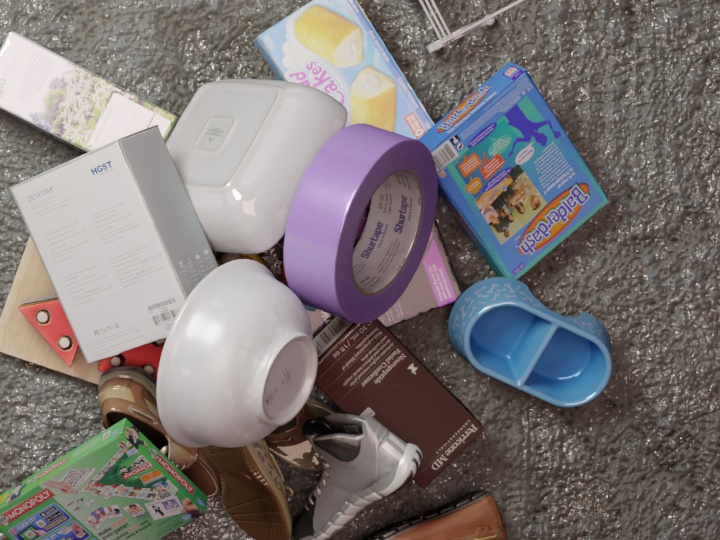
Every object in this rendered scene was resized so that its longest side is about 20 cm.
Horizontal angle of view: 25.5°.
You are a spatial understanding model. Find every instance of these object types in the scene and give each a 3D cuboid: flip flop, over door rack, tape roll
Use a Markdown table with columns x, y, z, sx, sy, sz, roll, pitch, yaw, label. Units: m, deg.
| x | y | z | sx | sy | sz | roll | pitch | yaw | label |
| --- | --- | --- | --- | --- | --- | --- | --- | --- | --- |
| -0.093 | 0.161 | 1.766 | 0.200 | 0.058 | 0.081 | 33 | 88 | -9 | flip flop |
| 0.134 | -0.348 | 1.760 | 0.200 | 0.067 | 0.148 | -26 | 97 | 15 | over door rack |
| 0.003 | -0.049 | 1.655 | 0.066 | 0.200 | 0.200 | 21 | 90 | 27 | tape roll |

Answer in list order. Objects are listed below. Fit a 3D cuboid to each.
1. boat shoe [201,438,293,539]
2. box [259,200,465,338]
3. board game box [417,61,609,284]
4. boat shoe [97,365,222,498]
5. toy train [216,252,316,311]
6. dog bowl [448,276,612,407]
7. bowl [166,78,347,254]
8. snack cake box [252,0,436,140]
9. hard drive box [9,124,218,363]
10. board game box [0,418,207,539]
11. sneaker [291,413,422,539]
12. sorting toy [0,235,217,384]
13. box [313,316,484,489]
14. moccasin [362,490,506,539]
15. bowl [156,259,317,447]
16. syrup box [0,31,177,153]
| x | y | z | sx | sy | sz | roll | pitch | yaw | label |
| --- | --- | --- | --- | --- | --- | --- | --- | --- | --- |
| -0.119 | 0.214 | 1.742 | 0.073 | 0.063 | 0.200 | -5 | 121 | 26 | boat shoe |
| 0.000 | 0.000 | 1.783 | 0.200 | 0.036 | 0.143 | -22 | 96 | -5 | box |
| 0.166 | -0.106 | 1.764 | 0.152 | 0.045 | 0.200 | -40 | 119 | -5 | board game box |
| -0.219 | 0.189 | 1.713 | 0.076 | 0.072 | 0.200 | -25 | 124 | 23 | boat shoe |
| -0.105 | 0.041 | 1.702 | 0.150 | 0.056 | 0.200 | 31 | 71 | 0 | toy train |
| 0.196 | 0.086 | 1.789 | 0.200 | 0.050 | 0.112 | 25 | 106 | -15 | dog bowl |
| -0.131 | -0.121 | 1.659 | 0.075 | 0.200 | 0.200 | 45 | 66 | -43 | bowl |
| -0.016 | -0.201 | 1.754 | 0.115 | 0.067 | 0.200 | -34 | 97 | -7 | snack cake box |
| -0.242 | -0.025 | 1.616 | 0.156 | 0.077 | 0.200 | -18 | 98 | 31 | hard drive box |
| -0.282 | 0.252 | 1.696 | 0.200 | 0.029 | 0.135 | -31 | 116 | 21 | board game box |
| -0.034 | 0.215 | 1.736 | 0.115 | 0.075 | 0.200 | 44 | 123 | -11 | sneaker |
| -0.275 | 0.024 | 1.726 | 0.199 | 0.070 | 0.200 | 20 | 90 | -9 | sorting toy |
| 0.032 | 0.136 | 1.757 | 0.100 | 0.075 | 0.200 | -45 | 111 | 0 | box |
| 0.068 | 0.316 | 1.796 | 0.201 | 0.074 | 0.078 | -19 | 88 | -17 | moccasin |
| -0.105 | 0.095 | 1.581 | 0.090 | 0.201 | 0.201 | 18 | 90 | 29 | bowl |
| -0.303 | -0.173 | 1.706 | 0.200 | 0.081 | 0.079 | 27 | 87 | -8 | syrup box |
